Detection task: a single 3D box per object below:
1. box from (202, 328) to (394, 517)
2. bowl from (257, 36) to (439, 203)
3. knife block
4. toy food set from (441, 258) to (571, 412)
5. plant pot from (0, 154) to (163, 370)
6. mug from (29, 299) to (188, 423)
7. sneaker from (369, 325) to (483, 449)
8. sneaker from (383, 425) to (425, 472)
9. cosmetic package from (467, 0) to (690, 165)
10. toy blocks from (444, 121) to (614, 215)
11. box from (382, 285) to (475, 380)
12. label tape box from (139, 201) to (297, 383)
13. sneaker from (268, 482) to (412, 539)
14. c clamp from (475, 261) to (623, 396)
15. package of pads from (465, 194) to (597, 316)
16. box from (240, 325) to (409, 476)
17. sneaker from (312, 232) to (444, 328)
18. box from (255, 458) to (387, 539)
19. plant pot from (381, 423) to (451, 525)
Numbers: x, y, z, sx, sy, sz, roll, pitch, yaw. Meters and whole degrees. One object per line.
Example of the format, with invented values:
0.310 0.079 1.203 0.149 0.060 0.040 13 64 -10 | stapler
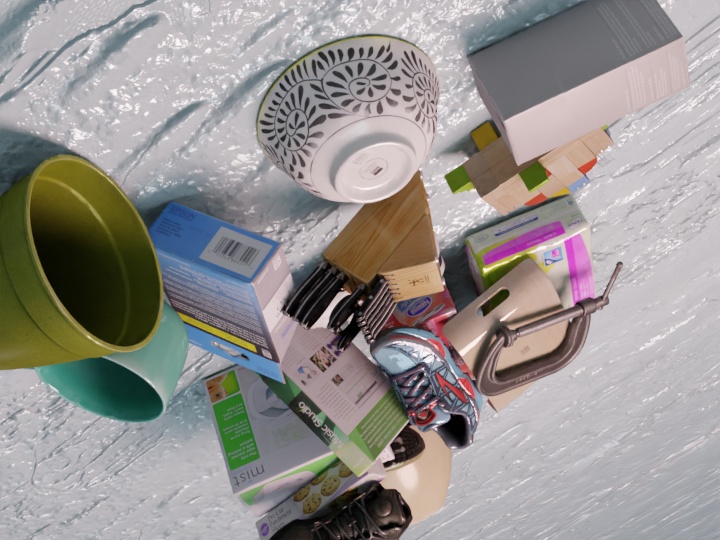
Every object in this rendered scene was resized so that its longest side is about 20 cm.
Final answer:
-0.082 0.196 1.485 0.200 0.177 0.097 -23 145 3 | box
0.003 -0.132 1.168 0.200 0.094 0.201 -15 144 -11 | bowl
-0.002 -0.014 1.256 0.175 0.200 0.064 -12 146 6 | knife block
0.192 0.085 1.456 0.143 0.060 0.200 -38 138 -2 | toy food set
-0.332 0.015 1.126 0.193 0.201 0.200 -21 147 21 | plant pot
-0.283 0.075 1.264 0.185 0.115 0.152 28 145 -13 | mug
0.085 0.145 1.380 0.079 0.096 0.200 -28 125 31 | sneaker
-0.004 0.265 1.531 0.200 0.077 0.089 -19 142 10 | sneaker
0.224 -0.205 1.177 0.200 0.107 0.090 -25 144 8 | cosmetic package
0.214 -0.125 1.304 0.200 0.100 0.137 -33 155 18 | toy blocks
0.085 0.082 1.490 0.103 0.095 0.200 -22 145 3 | box
-0.144 0.026 1.259 0.063 0.144 0.200 -57 156 -27 | label tape box
-0.019 0.311 1.382 0.199 0.076 0.114 -4 143 -33 | sneaker
0.228 0.079 1.417 0.200 0.027 0.171 -22 141 -22 | c clamp
0.223 0.005 1.484 0.154 0.068 0.200 -23 144 1 | package of pads
-0.034 0.137 1.374 0.036 0.200 0.144 -49 175 32 | box
0.000 0.000 1.373 0.200 0.076 0.081 -26 133 -2 | sneaker
-0.051 0.290 1.438 0.200 0.041 0.039 -39 144 27 | box
0.051 0.296 1.645 0.200 0.135 0.200 -23 178 -1 | plant pot
